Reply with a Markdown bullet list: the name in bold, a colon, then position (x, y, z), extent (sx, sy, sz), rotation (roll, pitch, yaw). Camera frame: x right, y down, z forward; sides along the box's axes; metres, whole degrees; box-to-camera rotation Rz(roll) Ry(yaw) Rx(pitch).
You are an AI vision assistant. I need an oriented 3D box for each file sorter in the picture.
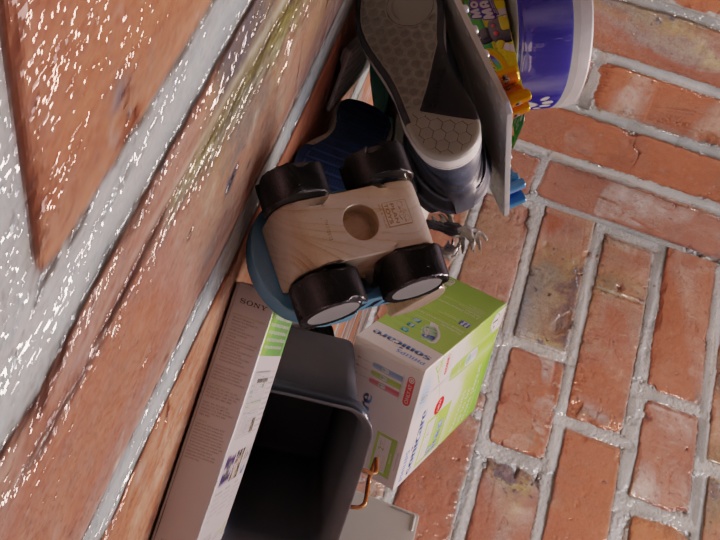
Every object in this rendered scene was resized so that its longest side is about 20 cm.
- **file sorter**: position (-0.057, 0.310, 1.192), extent (0.139, 0.198, 0.126), rotation (-65, 175, -63)

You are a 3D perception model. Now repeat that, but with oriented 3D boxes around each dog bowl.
- **dog bowl**: position (0.170, -0.268, 1.163), extent (0.200, 0.078, 0.203), rotation (172, -90, -82)

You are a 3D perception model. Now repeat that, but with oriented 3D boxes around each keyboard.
- **keyboard**: position (-0.002, -0.192, 1.025), extent (0.200, 0.011, 0.057), rotation (-64, 171, -68)

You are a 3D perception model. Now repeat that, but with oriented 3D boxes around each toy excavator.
- **toy excavator**: position (-0.001, -0.005, 0.814), extent (0.200, 0.192, 0.101), rotation (-45, -118, 60)

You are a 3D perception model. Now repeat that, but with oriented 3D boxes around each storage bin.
- **storage bin**: position (-0.055, 0.158, 1.064), extent (0.135, 0.143, 0.202), rotation (-85, -170, -57)

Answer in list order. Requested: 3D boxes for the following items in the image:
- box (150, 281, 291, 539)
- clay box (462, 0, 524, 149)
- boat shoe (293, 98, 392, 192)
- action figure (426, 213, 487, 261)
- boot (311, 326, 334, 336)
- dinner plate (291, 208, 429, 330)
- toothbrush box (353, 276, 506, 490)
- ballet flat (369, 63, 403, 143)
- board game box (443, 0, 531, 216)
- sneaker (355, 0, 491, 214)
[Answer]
- **box**: position (-0.099, 0.111, 0.840), extent (0.144, 0.036, 0.203), rotation (68, 41, -85)
- **clay box**: position (0.118, -0.211, 1.122), extent (0.115, 0.047, 0.203), rotation (103, -19, -68)
- **boat shoe**: position (-0.016, -0.070, 0.916), extent (0.200, 0.071, 0.073), rotation (-62, 175, -60)
- **action figure**: position (0.086, -0.047, 1.258), extent (0.202, 0.101, 0.119), rotation (-65, -163, -6)
- **boot**: position (-0.050, 0.162, 1.258), extent (0.132, 0.069, 0.203), rotation (101, -9, -63)
- **dinner plate**: position (0.000, 0.000, 1.106), extent (0.200, 0.024, 0.200), rotation (-40, 166, -12)
- **toothbrush box**: position (0.062, 0.111, 1.179), extent (0.199, 0.085, 0.147), rotation (-29, 139, -54)
- **ballet flat**: position (0.040, -0.129, 1.028), extent (0.070, 0.068, 0.203), rotation (102, -8, -63)
- **board game box**: position (0.095, -0.174, 0.957), extent (0.200, 0.026, 0.202), rotation (72, -3, -68)
- **sneaker**: position (0.054, -0.144, 0.938), extent (0.146, 0.076, 0.205), rotation (62, 12, -65)
